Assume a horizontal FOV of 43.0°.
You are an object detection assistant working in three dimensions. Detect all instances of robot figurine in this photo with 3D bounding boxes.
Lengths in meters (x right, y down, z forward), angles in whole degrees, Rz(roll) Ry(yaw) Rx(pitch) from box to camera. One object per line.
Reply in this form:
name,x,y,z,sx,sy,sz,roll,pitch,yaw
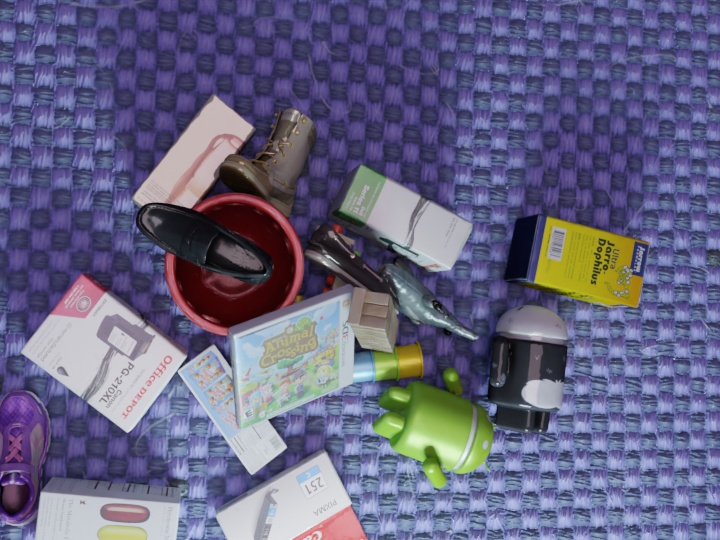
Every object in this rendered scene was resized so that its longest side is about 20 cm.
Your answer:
robot figurine,0.268,0.158,1.474,0.122,0.150,0.204,6,86,6
robot figurine,0.122,0.249,1.446,0.197,0.116,0.178,21,60,-9

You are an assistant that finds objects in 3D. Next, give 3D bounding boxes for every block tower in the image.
block tower,0.022,0.078,1.366,0.057,0.200,0.055,8,76,10

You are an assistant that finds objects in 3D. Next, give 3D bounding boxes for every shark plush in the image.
shark plush,0.100,0.062,1.460,0.200,0.083,0.091,47,71,-7

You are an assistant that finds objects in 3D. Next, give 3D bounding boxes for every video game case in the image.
video game case,-0.095,0.127,1.329,0.198,0.022,0.184,-19,131,-26

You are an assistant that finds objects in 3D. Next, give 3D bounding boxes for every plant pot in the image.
plant pot,-0.190,-0.007,1.362,0.197,0.182,0.204,0,88,-11

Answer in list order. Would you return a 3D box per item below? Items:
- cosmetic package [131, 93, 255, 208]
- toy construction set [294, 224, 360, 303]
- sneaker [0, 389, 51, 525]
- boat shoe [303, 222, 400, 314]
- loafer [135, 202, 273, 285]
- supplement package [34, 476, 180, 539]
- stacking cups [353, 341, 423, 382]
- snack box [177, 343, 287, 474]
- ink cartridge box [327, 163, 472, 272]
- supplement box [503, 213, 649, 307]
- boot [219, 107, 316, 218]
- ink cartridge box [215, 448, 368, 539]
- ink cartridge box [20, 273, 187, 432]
cosmetic package,-0.254,-0.159,1.396,0.087,0.103,0.201,37,84,-8
toy construction set,-0.052,0.029,1.440,0.129,0.092,0.203,21,96,-9
sneaker,-0.504,0.280,1.344,0.079,0.088,0.204,1,87,-9
boat shoe,0.000,0.000,1.373,0.199,0.066,0.058,36,77,-34
loafer,-0.209,-0.039,1.234,0.198,0.070,0.069,25,86,-8
supplement package,-0.371,0.379,1.354,0.196,0.109,0.116,7,88,-10
stacking cups,0.001,0.155,1.454,0.196,0.060,0.062,-7,90,-11
snack box,-0.201,0.217,1.434,0.071,0.024,0.201,-35,95,-9
ink cartridge box,0.059,-0.078,1.429,0.198,0.147,0.084,27,84,-7
supplement box,0.353,-0.013,1.500,0.197,0.109,0.112,13,86,-10
boot,-0.134,-0.178,1.381,0.071,0.200,0.157,19,82,22
ink cartridge box,-0.103,0.408,1.437,0.198,0.045,0.178,-28,92,-10
ink cartridge box,-0.379,0.123,1.373,0.199,0.084,0.146,38,83,-7
